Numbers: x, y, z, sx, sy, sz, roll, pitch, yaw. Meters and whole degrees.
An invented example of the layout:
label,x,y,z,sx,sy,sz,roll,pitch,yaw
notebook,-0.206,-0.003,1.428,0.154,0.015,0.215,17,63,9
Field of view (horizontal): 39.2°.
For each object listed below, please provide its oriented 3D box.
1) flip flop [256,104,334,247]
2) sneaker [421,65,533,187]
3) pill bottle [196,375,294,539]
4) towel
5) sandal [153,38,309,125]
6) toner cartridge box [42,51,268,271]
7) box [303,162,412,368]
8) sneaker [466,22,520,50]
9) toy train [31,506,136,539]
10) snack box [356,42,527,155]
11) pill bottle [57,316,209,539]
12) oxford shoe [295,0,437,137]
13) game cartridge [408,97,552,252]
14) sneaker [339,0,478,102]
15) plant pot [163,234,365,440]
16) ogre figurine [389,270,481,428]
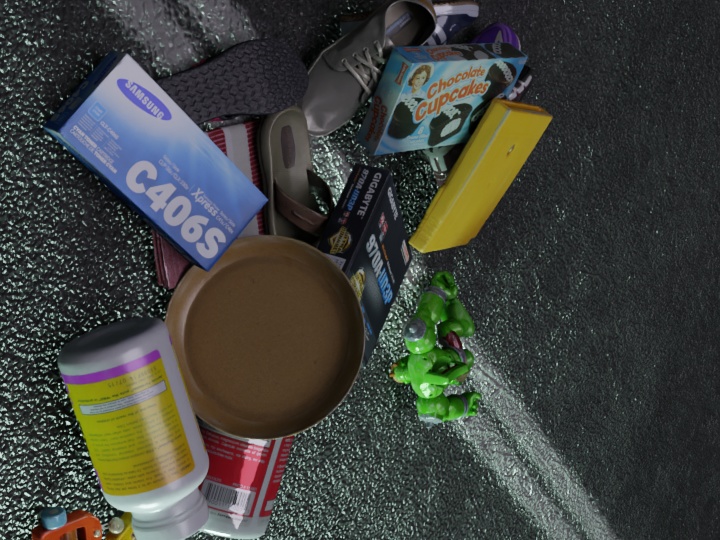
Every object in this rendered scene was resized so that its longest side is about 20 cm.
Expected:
label,x,y,z,sx,sy,sz,roll,pitch,yaw
flip flop,-0.060,-0.078,1.073,0.081,0.057,0.201,-29,121,-42
sneaker,0.154,-0.179,1.313,0.200,0.076,0.116,-40,135,-24
pill bottle,-0.125,0.168,1.058,0.112,0.112,0.201,21,85,-48
towel,-0.138,-0.077,1.046,0.200,0.023,0.145,-22,115,-44
sandal,-0.143,-0.179,1.000,0.199,0.045,0.075,-21,104,-27
toner cartridge box,-0.185,-0.098,0.938,0.095,0.043,0.200,-52,125,-12
box,0.000,0.000,1.136,0.200,0.046,0.159,71,39,-61
sneaker,0.131,-0.247,1.237,0.200,0.080,0.084,-47,148,-29
toy train,-0.260,0.305,0.995,0.150,0.055,0.201,-22,113,-41
snack box,0.094,-0.194,1.130,0.200,0.037,0.116,-14,139,-43
pill bottle,-0.205,0.152,0.947,0.104,0.104,0.201,-26,107,-41
oxford shoe,0.005,-0.222,1.079,0.200,0.058,0.075,-44,115,1
game cartridge,0.149,-0.116,1.241,0.200,0.032,0.176,-57,161,19
sneaker,0.062,-0.254,1.178,0.200,0.070,0.109,-19,110,-36
plant pot,-0.094,0.065,0.999,0.027,0.199,0.201,75,34,-83
ogre figurine,0.103,0.113,1.310,0.120,0.098,0.201,-32,135,-52
